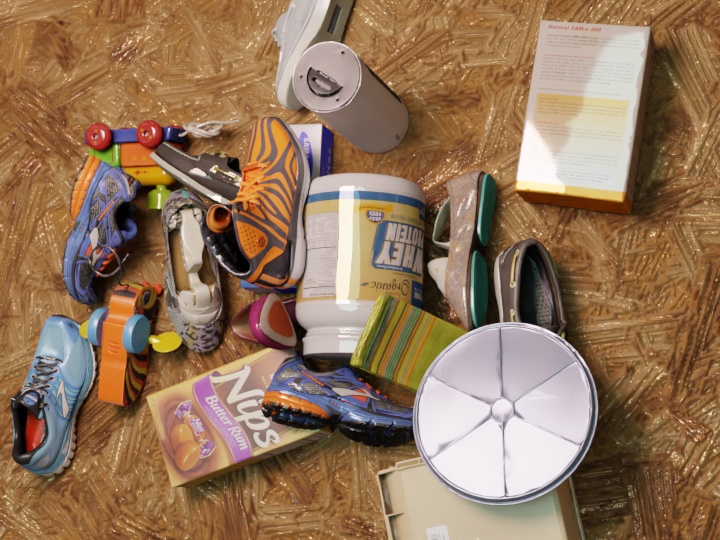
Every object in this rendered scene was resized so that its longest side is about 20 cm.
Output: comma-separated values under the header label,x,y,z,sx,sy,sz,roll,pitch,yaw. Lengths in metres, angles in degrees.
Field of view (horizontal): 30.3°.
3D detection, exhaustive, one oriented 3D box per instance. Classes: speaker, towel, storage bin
label,x,y,z,sx,sy,sz,roll,pitch,yaw
speaker,-0.008,-0.193,1.513,0.081,0.200,0.081,-3,81,17
towel,0.089,0.099,1.460,0.200,0.018,0.086,24,88,-24
storage bin,0.138,0.292,1.445,0.198,0.094,0.200,-15,77,16

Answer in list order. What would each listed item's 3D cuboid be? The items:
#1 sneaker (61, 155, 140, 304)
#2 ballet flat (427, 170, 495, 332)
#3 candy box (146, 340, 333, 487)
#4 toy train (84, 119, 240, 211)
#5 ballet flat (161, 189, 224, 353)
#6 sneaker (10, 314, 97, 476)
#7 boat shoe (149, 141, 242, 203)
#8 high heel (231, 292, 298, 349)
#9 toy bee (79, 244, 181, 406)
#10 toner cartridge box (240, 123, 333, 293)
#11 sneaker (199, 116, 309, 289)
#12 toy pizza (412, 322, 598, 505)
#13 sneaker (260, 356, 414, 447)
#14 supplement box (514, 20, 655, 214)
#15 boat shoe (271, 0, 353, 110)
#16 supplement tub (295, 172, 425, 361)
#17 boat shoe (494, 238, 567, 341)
label,x,y,z,sx,sy,sz,roll,pitch,yaw
sneaker,-0.315,-0.039,1.619,0.078,0.075,0.200,14,124,-1
ballet flat,0.113,-0.020,1.510,0.067,0.068,0.200,-4,61,23
candy box,-0.144,0.171,1.577,0.200,0.056,0.117,-22,75,12
toy train,-0.243,-0.126,1.649,0.200,0.085,0.116,-1,91,18
ballet flat,-0.200,0.004,1.584,0.072,0.072,0.201,-5,98,17
sneaker,-0.384,0.153,1.640,0.078,0.090,0.200,4,81,19
boat shoe,-0.158,-0.105,1.577,0.201,0.072,0.061,31,89,15
high heel,-0.121,0.068,1.514,0.096,0.200,0.068,-20,88,9
toy bee,-0.274,0.060,1.626,0.131,0.109,0.200,30,116,12
toner cartridge box,-0.088,-0.074,1.604,0.095,0.043,0.200,0,81,18
sneaker,-0.118,-0.082,1.461,0.077,0.112,0.200,-20,70,39
toy pizza,0.153,0.151,1.403,0.200,0.032,0.201,-8,64,18
sneaker,-0.009,0.145,1.502,0.200,0.075,0.079,15,64,-11
supplement box,0.253,-0.172,1.491,0.126,0.074,0.200,8,84,20
boat shoe,-0.067,-0.294,1.627,0.071,0.070,0.201,18,84,31
supplement tub,0.000,0.000,1.509,0.144,0.145,0.200,-1,81,18
boat shoe,0.192,0.066,1.463,0.072,0.061,0.202,-6,77,-17
